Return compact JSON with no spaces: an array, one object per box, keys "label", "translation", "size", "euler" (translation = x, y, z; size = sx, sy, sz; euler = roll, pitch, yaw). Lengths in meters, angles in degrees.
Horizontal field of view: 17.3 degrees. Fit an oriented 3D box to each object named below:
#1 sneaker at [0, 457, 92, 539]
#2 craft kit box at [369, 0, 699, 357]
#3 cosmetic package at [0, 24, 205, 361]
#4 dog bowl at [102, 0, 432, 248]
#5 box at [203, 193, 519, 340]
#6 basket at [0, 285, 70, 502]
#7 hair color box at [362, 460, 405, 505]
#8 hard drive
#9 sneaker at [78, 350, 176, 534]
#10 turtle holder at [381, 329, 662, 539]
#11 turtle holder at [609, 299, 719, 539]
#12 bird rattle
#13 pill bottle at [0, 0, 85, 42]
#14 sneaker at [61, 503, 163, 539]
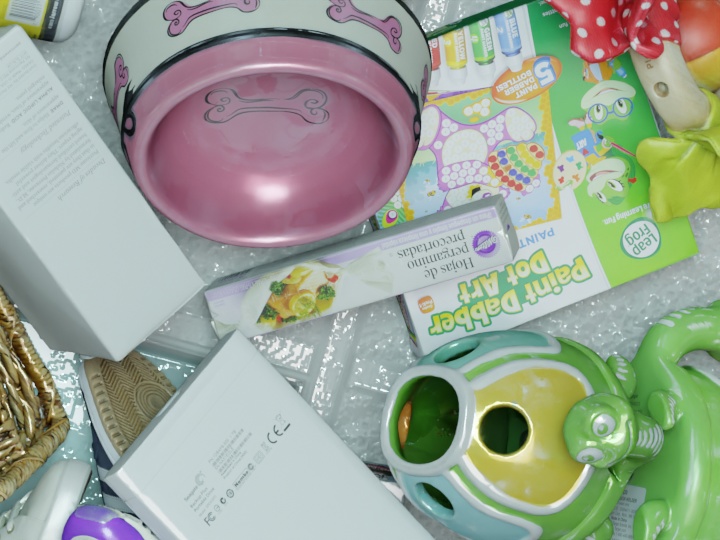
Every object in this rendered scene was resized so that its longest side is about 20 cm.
[{"label":"sneaker","translation":[-0.243,0.190,1.482],"size":[0.085,0.073,0.200],"euler":[32,105,-8]},{"label":"craft kit box","translation":[0.097,-0.068,1.541],"size":[0.199,0.049,0.198],"euler":[-22,103,-7]},{"label":"cosmetic package","translation":[-0.196,-0.045,1.435],"size":[0.081,0.113,0.200],"euler":[-44,113,-20]},{"label":"dog bowl","translation":[-0.054,-0.092,1.412],"size":[0.199,0.074,0.200],"euler":[-3,143,-2]},{"label":"box","translation":[0.000,0.000,1.498],"size":[0.199,0.041,0.039],"euler":[-17,101,13]},{"label":"basket","translation":[-0.276,0.057,1.435],"size":[0.149,0.143,0.200],"euler":[-26,101,-6]},{"label":"hair color box","translation":[-0.043,0.220,1.543],"size":[0.099,0.061,0.201],"euler":[12,96,-12]},{"label":"hard drive","translation":[-0.049,0.152,1.459],"size":[0.200,0.027,0.132],"euler":[47,55,-11]},{"label":"sneaker","translation":[-0.142,0.153,1.509],"size":[0.070,0.109,0.200],"euler":[-13,66,-46]},{"label":"turtle holder","translation":[0.097,0.110,1.462],"size":[0.131,0.185,0.141],"euler":[15,105,-38]},{"label":"turtle holder","translation":[0.210,0.122,1.553],"size":[0.131,0.141,0.186],"euler":[13,56,-27]},{"label":"bird rattle","translation":[0.196,-0.137,1.504],"size":[0.113,0.163,0.200],"euler":[-31,103,33]},{"label":"pill bottle","translation":[-0.259,-0.210,1.419],"size":[0.199,0.112,0.112],"euler":[12,95,-12]},{"label":"sneaker","translation":[-0.156,0.242,1.437],"size":[0.069,0.100,0.201],"euler":[7,120,23]}]
